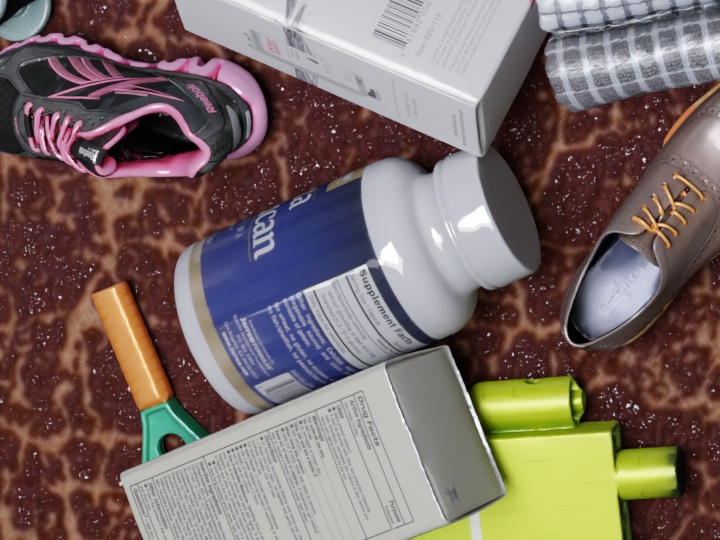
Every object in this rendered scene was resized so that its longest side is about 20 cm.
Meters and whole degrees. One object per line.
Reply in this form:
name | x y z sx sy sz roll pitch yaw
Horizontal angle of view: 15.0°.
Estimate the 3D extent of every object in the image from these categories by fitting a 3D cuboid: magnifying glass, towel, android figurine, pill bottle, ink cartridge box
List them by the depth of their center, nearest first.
towel | 0.191 -0.141 1.481 0.165 0.200 0.086 -11 96 17
ink cartridge box | 0.011 -0.176 1.563 0.199 0.083 0.147 24 74 13
pill bottle | 0.000 0.000 1.612 0.199 0.111 0.111 -23 92 19
android figurine | 0.099 0.156 1.647 0.199 0.041 0.183 -6 98 18
magnifying glass | -0.120 0.103 1.716 0.079 0.022 0.201 -21 92 20

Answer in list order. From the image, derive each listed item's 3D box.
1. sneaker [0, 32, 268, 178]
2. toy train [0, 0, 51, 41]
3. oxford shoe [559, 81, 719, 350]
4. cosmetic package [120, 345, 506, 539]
sneaker | -0.161 -0.089 1.650 0.199 0.095 0.079 3 119 18
toy train | -0.198 -0.220 1.654 0.200 0.085 0.114 -33 80 20
oxford shoe | 0.184 -0.031 1.569 0.071 0.073 0.200 35 108 9
cosmetic package | -0.029 0.127 1.620 0.200 0.087 0.104 -22 86 29
